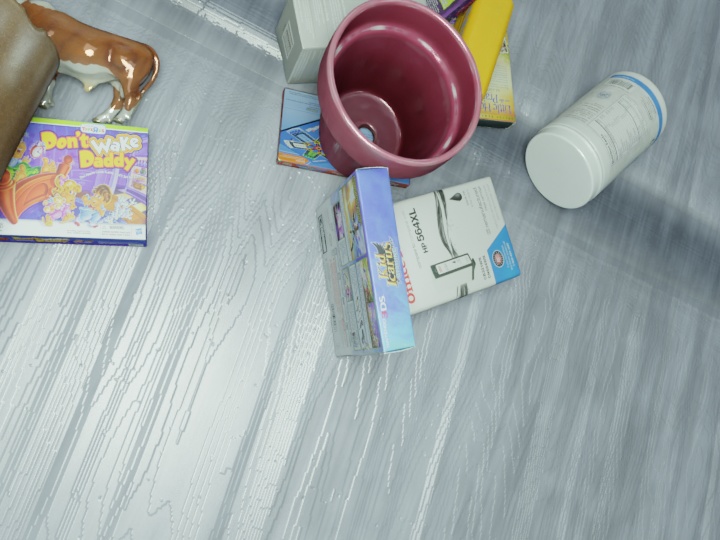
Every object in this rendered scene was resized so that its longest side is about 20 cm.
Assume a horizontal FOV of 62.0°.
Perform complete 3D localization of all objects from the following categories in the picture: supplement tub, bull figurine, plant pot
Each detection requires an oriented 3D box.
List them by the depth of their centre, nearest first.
[{"bbox_3d":[-0.406,-0.170,0.574,0.197,0.200,0.203,28,70,-13],"label":"plant pot"},{"bbox_3d":[-0.346,-0.252,0.717,0.194,0.065,0.126,13,84,-12],"label":"bull figurine"},{"bbox_3d":[0.027,-0.202,0.761,0.194,0.178,0.207,3,80,-19],"label":"plant pot"},{"bbox_3d":[0.365,-0.204,0.929,0.198,0.132,0.134,-38,94,-19],"label":"supplement tub"}]

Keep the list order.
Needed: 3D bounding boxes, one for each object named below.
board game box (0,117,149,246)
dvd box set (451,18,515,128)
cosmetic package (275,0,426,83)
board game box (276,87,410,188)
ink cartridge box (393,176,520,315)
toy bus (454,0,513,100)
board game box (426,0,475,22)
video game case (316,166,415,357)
[{"bbox_3d":[-0.352,-0.103,0.702,0.193,0.045,0.139,1,81,-19],"label":"board game box"},{"bbox_3d":[0.167,-0.327,0.929,0.142,0.029,0.207,-1,81,-20],"label":"dvd box set"},{"bbox_3d":[-0.007,-0.321,0.827,0.194,0.106,0.093,-12,85,-22],"label":"cosmetic package"},{"bbox_3d":[-0.019,-0.185,0.848,0.194,0.019,0.107,8,78,-18],"label":"board game box"},{"bbox_3d":[0.104,-0.028,0.833,0.195,0.084,0.150,-18,88,-22],"label":"ink cartridge box"},{"bbox_3d":[0.168,-0.336,0.872,0.064,0.078,0.205,24,74,-13],"label":"toy bus"},{"bbox_3d":[0.087,-0.453,0.868,0.032,0.118,0.205,-16,82,-53],"label":"board game box"},{"bbox_3d":[0.000,0.000,0.739,0.044,0.181,0.207,-7,84,-19],"label":"video game case"}]
